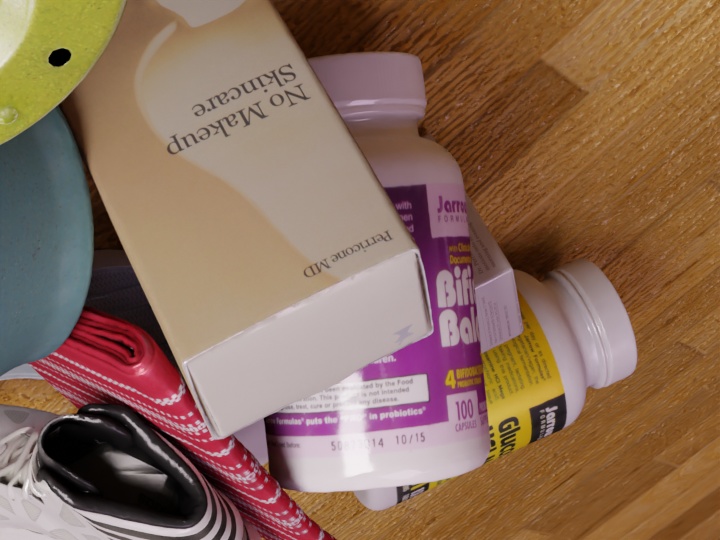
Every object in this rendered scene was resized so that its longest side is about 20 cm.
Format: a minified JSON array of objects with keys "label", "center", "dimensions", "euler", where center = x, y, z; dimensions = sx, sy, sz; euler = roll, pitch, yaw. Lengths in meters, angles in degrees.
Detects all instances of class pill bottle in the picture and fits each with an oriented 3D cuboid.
[{"label":"pill bottle","center":[0.000,0.000,0.737],"dimensions":[0.111,0.202,0.112],"euler":[-6,180,0]},{"label":"pill bottle","center":[0.074,0.068,0.989],"dimensions":[0.199,0.113,0.113],"euler":[-23,149,-11]}]

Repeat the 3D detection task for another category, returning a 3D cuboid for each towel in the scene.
[{"label":"towel","center":[-0.093,0.071,0.711],"dimensions":[0.023,0.144,0.200],"euler":[-55,138,-17]}]

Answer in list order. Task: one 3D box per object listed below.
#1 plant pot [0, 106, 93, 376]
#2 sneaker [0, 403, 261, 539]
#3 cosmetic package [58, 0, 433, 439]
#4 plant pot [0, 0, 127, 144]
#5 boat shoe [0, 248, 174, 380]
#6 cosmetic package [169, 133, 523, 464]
[{"label":"plant pot","center":[-0.214,-0.010,0.576],"dimensions":[0.187,0.200,0.200],"euler":[-14,148,-46]},{"label":"sneaker","center":[-0.141,0.085,0.709],"dimensions":[0.076,0.199,0.116],"euler":[-59,153,-29]},{"label":"cosmetic package","center":[-0.059,-0.044,0.629],"dimensions":[0.105,0.201,0.071],"euler":[-27,150,-8]},{"label":"plant pot","center":[-0.154,-0.135,0.426],"dimensions":[0.199,0.193,0.201],"euler":[-21,148,-14]},{"label":"boat shoe","center":[-0.173,0.016,0.759],"dimensions":[0.199,0.067,0.074],"euler":[-7,122,-34]},{"label":"cosmetic package","center":[-0.021,0.022,0.850],"dimensions":[0.199,0.108,0.085],"euler":[-26,151,-3]}]
